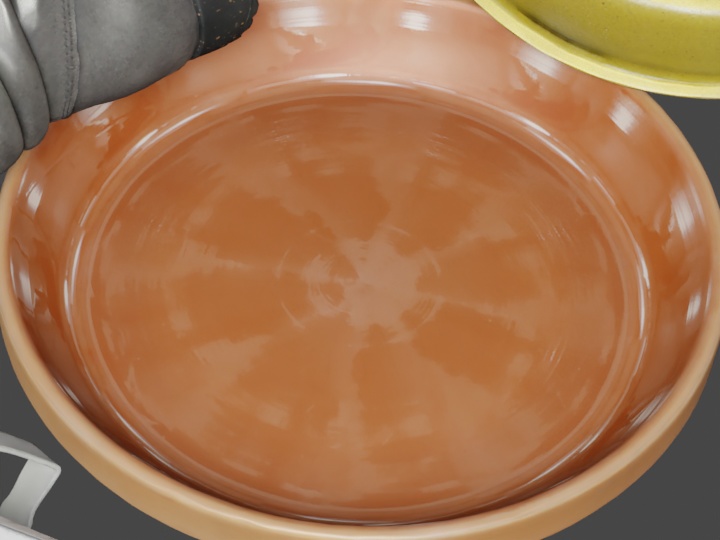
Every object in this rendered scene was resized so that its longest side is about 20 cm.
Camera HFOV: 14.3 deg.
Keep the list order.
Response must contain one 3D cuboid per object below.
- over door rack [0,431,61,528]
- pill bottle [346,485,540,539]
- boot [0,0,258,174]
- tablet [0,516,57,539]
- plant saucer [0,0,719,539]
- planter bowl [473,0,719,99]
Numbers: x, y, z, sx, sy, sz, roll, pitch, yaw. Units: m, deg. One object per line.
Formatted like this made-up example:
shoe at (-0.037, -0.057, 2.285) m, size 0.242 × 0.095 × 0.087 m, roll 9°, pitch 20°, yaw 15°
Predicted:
over door rack at (-0.070, 0.162, 0.782) m, size 0.148 × 0.066 × 0.201 m, roll 35°, pitch 117°, yaw 37°
pill bottle at (0.022, 0.162, 0.805) m, size 0.112 × 0.112 × 0.201 m, roll -19°, pitch 91°, yaw 1°
boot at (-0.124, -0.119, 0.769) m, size 0.131 × 0.070 × 0.200 m, roll -32°, pitch 88°, yaw -29°
tablet at (-0.122, 0.157, 0.778) m, size 0.130 × 0.014 × 0.201 m, roll 16°, pitch 104°, yaw 44°
plant saucer at (0.000, 0.000, 0.788) m, size 0.199 × 0.032 × 0.201 m, roll 1°, pitch 50°, yaw -2°
planter bowl at (0.102, -0.154, 0.792) m, size 0.199 × 0.083 × 0.201 m, roll 0°, pitch 80°, yaw 1°
